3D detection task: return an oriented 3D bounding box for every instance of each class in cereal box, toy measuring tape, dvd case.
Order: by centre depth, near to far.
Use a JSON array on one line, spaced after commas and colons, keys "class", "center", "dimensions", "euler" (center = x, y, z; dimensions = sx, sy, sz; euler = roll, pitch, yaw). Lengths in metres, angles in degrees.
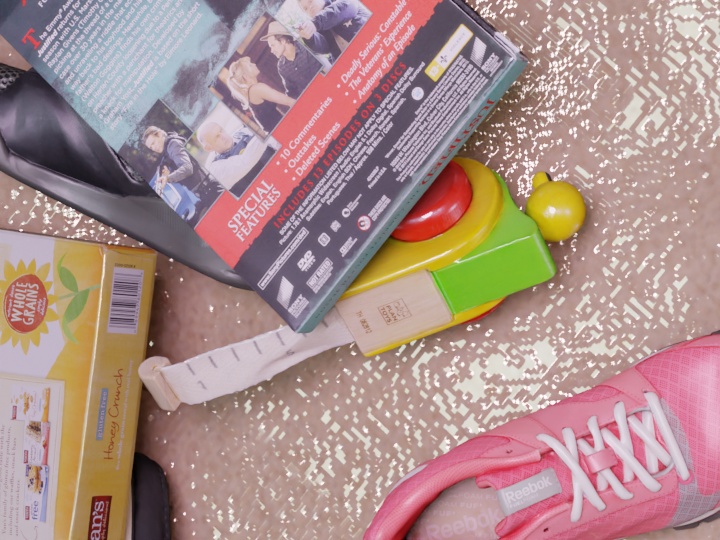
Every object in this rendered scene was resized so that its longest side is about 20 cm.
[{"class": "dvd case", "center": [-0.047, -0.095, 0.991], "dimensions": [0.200, 0.022, 0.146], "euler": [43, 105, 17]}, {"class": "toy measuring tape", "center": [0.000, 0.000, 1.032], "dimensions": [0.199, 0.074, 0.074], "euler": [-21, 84, 10]}, {"class": "cereal box", "center": [-0.183, 0.050, 1.086], "dimensions": [0.199, 0.039, 0.145], "euler": [9, 93, 36]}]

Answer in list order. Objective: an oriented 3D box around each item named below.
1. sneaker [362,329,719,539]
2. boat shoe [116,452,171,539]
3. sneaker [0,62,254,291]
[{"class": "sneaker", "center": [0.089, 0.088, 0.999], "dimensions": [0.199, 0.087, 0.074], "euler": [-27, 83, 16]}, {"class": "boat shoe", "center": [-0.101, 0.179, 1.078], "dimensions": [0.074, 0.063, 0.203], "euler": [-21, 67, 58]}, {"class": "sneaker", "center": [-0.102, -0.079, 1.070], "dimensions": [0.198, 0.076, 0.115], "euler": [24, 96, 14]}]
